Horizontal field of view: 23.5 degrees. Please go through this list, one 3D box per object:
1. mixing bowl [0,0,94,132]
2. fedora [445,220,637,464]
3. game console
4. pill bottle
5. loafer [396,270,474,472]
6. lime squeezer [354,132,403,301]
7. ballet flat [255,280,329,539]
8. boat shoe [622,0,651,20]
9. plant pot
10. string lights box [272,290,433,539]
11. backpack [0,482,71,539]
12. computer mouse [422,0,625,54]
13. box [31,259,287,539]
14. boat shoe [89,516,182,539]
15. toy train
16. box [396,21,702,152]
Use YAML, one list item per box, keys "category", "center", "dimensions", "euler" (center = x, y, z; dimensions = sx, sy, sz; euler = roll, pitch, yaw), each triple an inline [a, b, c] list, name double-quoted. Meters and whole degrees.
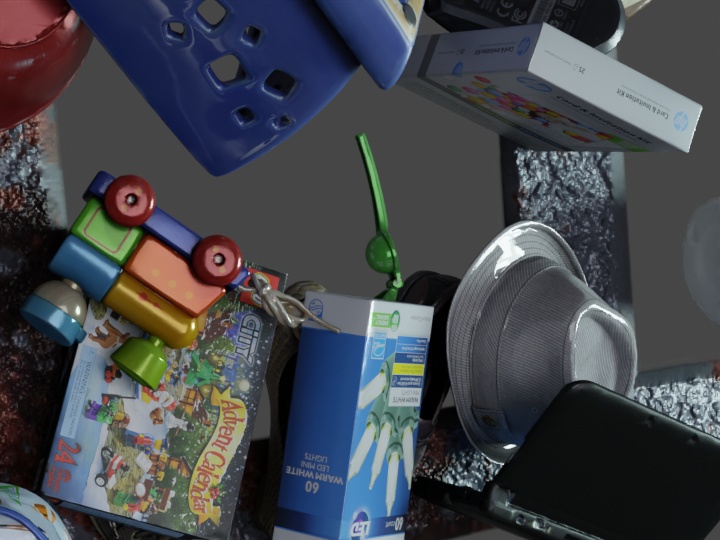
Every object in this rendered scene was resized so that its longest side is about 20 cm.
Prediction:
- category: "mixing bowl"
  center: [-0.249, -0.190, 1.137]
  dimensions: [0.198, 0.108, 0.202]
  euler: [-1, 92, -29]
- category: "fedora"
  center: [0.154, 0.068, 1.347]
  dimensions: [0.177, 0.090, 0.201]
  euler: [-42, 132, -34]
- category: "game console"
  center: [0.173, 0.161, 1.349]
  dimensions: [0.199, 0.175, 0.117]
  euler: [24, 80, -27]
- category: "pill bottle"
  center: [0.387, -0.018, 1.499]
  dimensions: [0.198, 0.113, 0.114]
  euler: [-8, 96, -28]
- category: "loafer"
  center: [0.033, 0.094, 1.331]
  dimensions: [0.071, 0.063, 0.202]
  euler: [26, 79, -27]
- category: "lime squeezer"
  center: [0.000, 0.000, 1.333]
  dimensions: [0.070, 0.038, 0.202]
  euler: [17, 84, 3]
- category: "ballet flat"
  center: [-0.043, 0.109, 1.281]
  dimensions: [0.067, 0.046, 0.202]
  euler: [2, 101, -30]
- category: "boat shoe"
  center: [0.191, -0.232, 1.405]
  dimensions: [0.202, 0.075, 0.075]
  euler: [-38, 96, -25]
- category: "plant pot"
  center: [-0.063, -0.215, 1.142]
  dimensions: [0.200, 0.179, 0.201]
  euler: [52, 35, -33]
- category: "string lights box"
  center: [-0.006, 0.120, 1.253]
  dimensions: [0.103, 0.058, 0.202]
  euler: [7, 90, -61]
- category: "backpack"
  center: [-0.267, 0.226, 1.099]
  dimensions: [0.189, 0.154, 0.202]
  euler: [-20, 103, -9]
- category: "computer mouse"
  center: [0.109, -0.214, 1.335]
  dimensions: [0.199, 0.053, 0.139]
  euler: [27, 70, 8]
- category: "box"
  center: [-0.139, 0.079, 1.211]
  dimensions: [0.135, 0.038, 0.202]
  euler: [17, 71, -17]
- category: "boat shoe"
  center: [-0.137, 0.196, 1.238]
  dimensions: [0.073, 0.065, 0.201]
  euler: [-34, 107, -22]
- category: "toy train"
  center: [-0.122, 0.032, 1.168]
  dimensions: [0.199, 0.085, 0.116]
  euler: [35, 77, -10]
- category: "box"
  center: [0.134, -0.134, 1.302]
  dimensions: [0.155, 0.199, 0.042]
  euler: [23, 82, -29]
